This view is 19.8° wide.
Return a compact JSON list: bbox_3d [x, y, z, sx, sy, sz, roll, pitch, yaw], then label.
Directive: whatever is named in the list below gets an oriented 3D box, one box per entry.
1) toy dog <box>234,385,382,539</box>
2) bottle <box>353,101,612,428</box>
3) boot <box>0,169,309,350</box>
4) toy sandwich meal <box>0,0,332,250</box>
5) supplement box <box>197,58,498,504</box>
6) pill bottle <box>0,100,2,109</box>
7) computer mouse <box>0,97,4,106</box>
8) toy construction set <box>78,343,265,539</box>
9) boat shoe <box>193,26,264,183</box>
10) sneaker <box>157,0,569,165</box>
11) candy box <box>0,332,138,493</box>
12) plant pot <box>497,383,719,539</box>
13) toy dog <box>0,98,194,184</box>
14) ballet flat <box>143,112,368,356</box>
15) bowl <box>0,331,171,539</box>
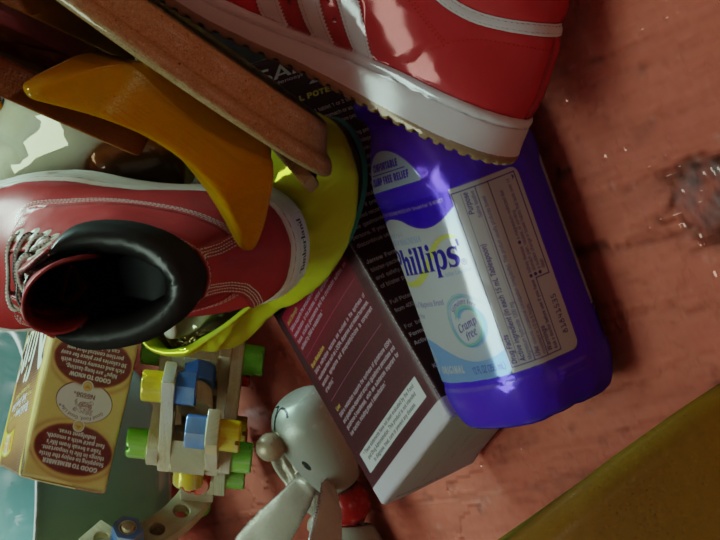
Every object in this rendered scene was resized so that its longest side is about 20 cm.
[{"bbox_3d":[-0.026,0.177,1.157,0.201,0.096,0.132,63,154,10],"label":"toy dog"},{"bbox_3d":[0.044,-0.033,0.893,0.083,0.065,0.201,-10,101,65],"label":"bottle"},{"bbox_3d":[-0.140,-0.001,0.886,0.199,0.144,0.073,-3,99,26],"label":"boot"},{"bbox_3d":[-0.103,-0.080,0.843,0.205,0.070,0.205,35,-176,-3],"label":"toy sandwich meal"},{"bbox_3d":[0.000,0.000,1.010,0.201,0.061,0.109,59,151,16],"label":"supplement box"},{"bbox_3d":[-0.315,-0.113,1.474,0.201,0.112,0.113,58,153,21],"label":"pill bottle"},{"bbox_3d":[-0.212,-0.172,1.307,0.139,0.052,0.201,115,138,-54],"label":"computer mouse"},{"bbox_3d":[-0.104,0.112,1.225,0.132,0.091,0.201,-87,17,-47],"label":"toy construction set"},{"bbox_3d":[-0.102,-0.125,1.093,0.068,0.073,0.201,9,118,55],"label":"boat shoe"},{"bbox_3d":[-0.005,-0.134,0.822,0.199,0.071,0.113,27,109,8],"label":"sneaker"},{"bbox_3d":[-0.162,0.026,1.220,0.115,0.055,0.202,172,111,-74],"label":"candy box"},{"bbox_3d":[0.093,0.195,0.850,0.201,0.176,0.200,62,153,12],"label":"plant pot"},{"bbox_3d":[-0.130,-0.120,1.000,0.139,0.193,0.202,-154,62,-65],"label":"toy dog"},{"bbox_3d":[-0.058,-0.006,0.973,0.067,0.067,0.200,62,150,12],"label":"ballet flat"},{"bbox_3d":[-0.193,0.138,1.405,0.201,0.104,0.203,-179,90,-67],"label":"bowl"}]
